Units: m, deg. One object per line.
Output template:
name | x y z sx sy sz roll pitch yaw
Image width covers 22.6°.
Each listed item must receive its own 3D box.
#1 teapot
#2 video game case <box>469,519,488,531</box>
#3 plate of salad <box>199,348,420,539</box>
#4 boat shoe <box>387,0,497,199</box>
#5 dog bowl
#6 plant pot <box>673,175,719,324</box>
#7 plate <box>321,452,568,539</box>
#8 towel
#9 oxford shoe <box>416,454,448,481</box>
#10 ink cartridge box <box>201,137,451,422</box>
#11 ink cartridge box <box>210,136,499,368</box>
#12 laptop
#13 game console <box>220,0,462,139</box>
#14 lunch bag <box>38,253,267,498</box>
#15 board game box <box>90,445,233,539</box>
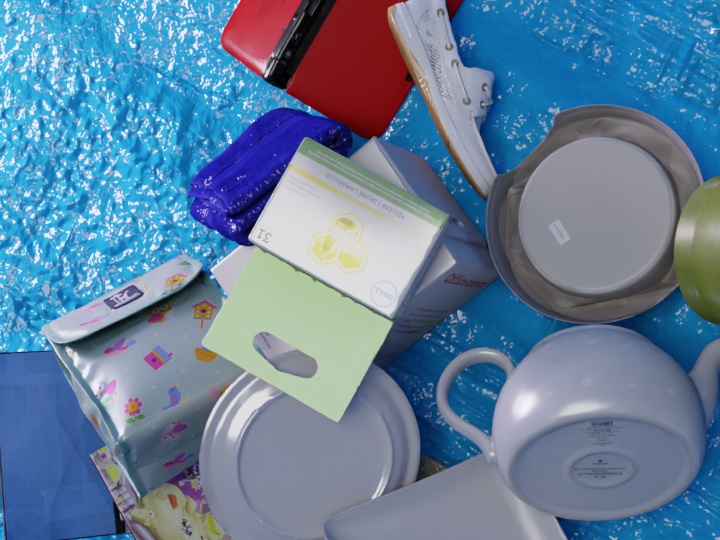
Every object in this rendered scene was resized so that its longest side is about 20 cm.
teapot | 0.201 0.115 1.574 0.197 0.200 0.146 -39 37 36
video game case | -0.005 0.284 1.623 0.182 0.022 0.200 23 74 10
plate of salad | -0.046 0.163 1.602 0.199 0.048 0.201 -3 102 -13
boat shoe | 0.094 -0.166 1.675 0.069 0.071 0.200 -24 89 -1
dog bowl | 0.215 -0.045 1.616 0.200 0.059 0.201 -5 77 20
plant pot | 0.371 -0.013 1.487 0.193 0.200 0.201 5 88 53
plate | 0.092 0.272 1.576 0.199 0.032 0.200 -20 64 -18
towel | -0.091 -0.095 1.667 0.148 0.200 0.050 -46 109 -6
oxford shoe | 0.012 0.206 1.692 0.199 0.058 0.075 9 62 8
ink cartridge box | -0.032 0.008 1.541 0.145 0.048 0.200 29 86 8
ink cartridge box | 0.000 0.000 1.659 0.200 0.147 0.145 -38 74 14
laptop | -0.236 0.165 1.755 0.199 0.116 0.188 -7 85 21
game console | -0.015 -0.258 1.752 0.200 0.119 0.172 -59 39 7
lunch bag | -0.192 0.082 1.700 0.170 0.122 0.200 -29 55 -12
board game box | -0.161 0.236 1.731 0.120 0.032 0.200 -29 83 -14
